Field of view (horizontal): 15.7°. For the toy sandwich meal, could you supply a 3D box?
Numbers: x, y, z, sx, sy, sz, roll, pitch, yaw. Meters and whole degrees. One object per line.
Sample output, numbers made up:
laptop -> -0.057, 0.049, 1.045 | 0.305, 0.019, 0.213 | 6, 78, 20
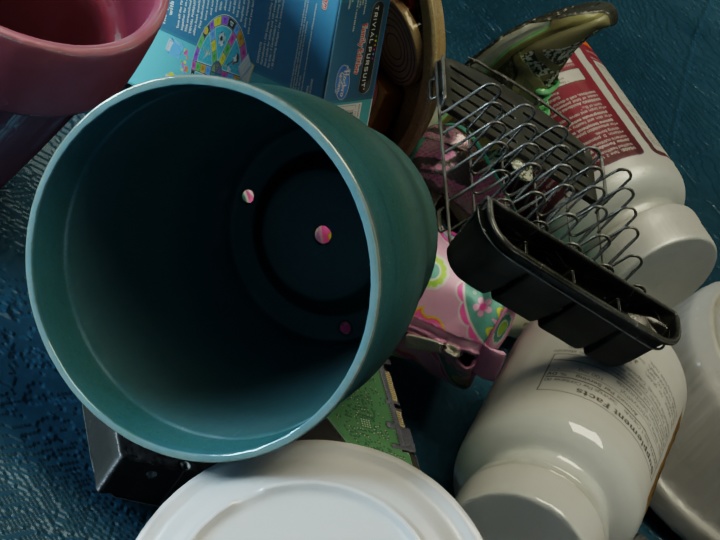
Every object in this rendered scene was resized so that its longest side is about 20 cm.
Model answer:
toy sandwich meal -> -0.022, -0.141, 1.645 | 0.070, 0.205, 0.205 | -7, 52, -32

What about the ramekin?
ramekin -> 0.259, 0.094, 1.682 | 0.202, 0.094, 0.202 | 25, 37, -21

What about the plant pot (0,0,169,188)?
plant pot -> -0.231, -0.129, 1.465 | 0.200, 0.179, 0.200 | 23, 36, -18

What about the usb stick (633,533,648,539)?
usb stick -> 0.212, 0.235, 1.531 | 0.055, 0.033, 0.200 | -41, 76, -19

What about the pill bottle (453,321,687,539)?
pill bottle -> 0.117, 0.113, 1.532 | 0.114, 0.114, 0.200 | 35, 34, -1

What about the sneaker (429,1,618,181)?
sneaker -> 0.102, -0.105, 1.726 | 0.089, 0.200, 0.077 | 55, 30, 1

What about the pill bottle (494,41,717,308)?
pill bottle -> 0.152, -0.064, 1.778 | 0.110, 0.110, 0.200 | -1, 49, -41

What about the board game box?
board game box -> -0.071, -0.166, 1.607 | 0.200, 0.151, 0.047 | 27, 25, 38

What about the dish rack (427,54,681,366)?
dish rack -> 0.109, -0.045, 1.538 | 0.153, 0.055, 0.200 | 31, 37, -31

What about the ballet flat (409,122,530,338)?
ballet flat -> 0.088, -0.005, 1.674 | 0.071, 0.069, 0.200 | -49, 117, -20

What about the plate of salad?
plate of salad -> -0.027, 0.181, 1.327 | 0.200, 0.048, 0.200 | -3, 61, 5

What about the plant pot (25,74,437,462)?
plant pot -> -0.048, -0.011, 1.419 | 0.200, 0.200, 0.188 | 44, 20, 12

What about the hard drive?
hard drive -> -0.064, 0.083, 1.482 | 0.200, 0.038, 0.140 | 13, 40, -28

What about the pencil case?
pencil case -> 0.000, 0.000, 1.571 | 0.200, 0.087, 0.087 | 25, 35, -1
